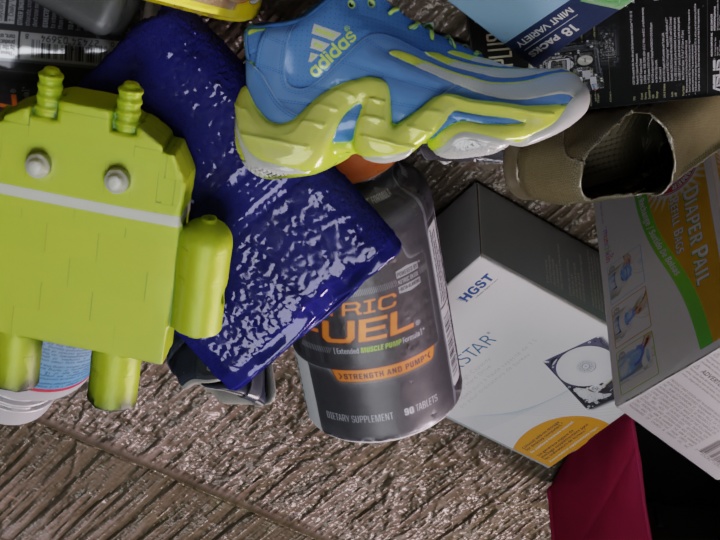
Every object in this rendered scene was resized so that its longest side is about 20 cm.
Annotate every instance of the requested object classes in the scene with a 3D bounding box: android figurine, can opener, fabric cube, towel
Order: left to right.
[{"bbox_3d":[-0.212,-0.206,0.993,0.199,0.053,0.067,28,100,5],"label":"can opener"},{"bbox_3d":[-0.162,-0.018,0.994,0.181,0.041,0.201,13,114,2],"label":"android figurine"},{"bbox_3d":[-0.088,-0.044,1.021,0.147,0.050,0.200,-39,99,21],"label":"towel"},{"bbox_3d":[0.272,0.210,1.374,0.195,0.201,0.200,10,137,-11],"label":"fabric cube"}]

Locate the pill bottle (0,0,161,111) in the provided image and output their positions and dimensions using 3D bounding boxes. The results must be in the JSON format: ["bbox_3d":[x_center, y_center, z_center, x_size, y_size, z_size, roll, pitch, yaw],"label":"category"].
[{"bbox_3d":[-0.225,-0.150,1.065,0.198,0.107,0.107,5,137,-4],"label":"pill bottle"}]

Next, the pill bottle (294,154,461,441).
[{"bbox_3d":[0.000,0.000,1.112,0.105,0.106,0.201,-7,118,8],"label":"pill bottle"}]

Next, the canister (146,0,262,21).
[{"bbox_3d":[-0.095,-0.246,0.912,0.148,0.087,0.201,12,109,-13],"label":"canister"}]

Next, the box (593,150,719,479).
[{"bbox_3d":[0.234,0.017,1.166,0.112,0.201,0.101,35,127,-29],"label":"box"}]

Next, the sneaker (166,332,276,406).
[{"bbox_3d":[-0.057,0.011,1.199,0.202,0.147,0.077,-28,144,29],"label":"sneaker"}]

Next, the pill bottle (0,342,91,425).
[{"bbox_3d":[-0.224,0.023,1.249,0.108,0.109,0.200,20,133,-20],"label":"pill bottle"}]

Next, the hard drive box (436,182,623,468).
[{"bbox_3d":[0.114,0.046,1.291,0.199,0.077,0.156,27,131,-25],"label":"hard drive box"}]

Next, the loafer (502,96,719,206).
[{"bbox_3d":[0.185,-0.083,1.100,0.199,0.067,0.076,-25,125,-22],"label":"loafer"}]

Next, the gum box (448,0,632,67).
[{"bbox_3d":[0.092,-0.209,0.895,0.170,0.045,0.200,-33,135,30],"label":"gum box"}]

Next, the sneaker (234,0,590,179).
[{"bbox_3d":[0.026,-0.113,0.946,0.199,0.076,0.106,-10,101,-10],"label":"sneaker"}]

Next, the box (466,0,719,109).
[{"bbox_3d":[0.138,-0.196,1.021,0.163,0.086,0.201,-6,137,7],"label":"box"}]

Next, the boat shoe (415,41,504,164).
[{"bbox_3d":[0.059,-0.102,1.135,0.199,0.072,0.068,20,132,-16],"label":"boat shoe"}]
